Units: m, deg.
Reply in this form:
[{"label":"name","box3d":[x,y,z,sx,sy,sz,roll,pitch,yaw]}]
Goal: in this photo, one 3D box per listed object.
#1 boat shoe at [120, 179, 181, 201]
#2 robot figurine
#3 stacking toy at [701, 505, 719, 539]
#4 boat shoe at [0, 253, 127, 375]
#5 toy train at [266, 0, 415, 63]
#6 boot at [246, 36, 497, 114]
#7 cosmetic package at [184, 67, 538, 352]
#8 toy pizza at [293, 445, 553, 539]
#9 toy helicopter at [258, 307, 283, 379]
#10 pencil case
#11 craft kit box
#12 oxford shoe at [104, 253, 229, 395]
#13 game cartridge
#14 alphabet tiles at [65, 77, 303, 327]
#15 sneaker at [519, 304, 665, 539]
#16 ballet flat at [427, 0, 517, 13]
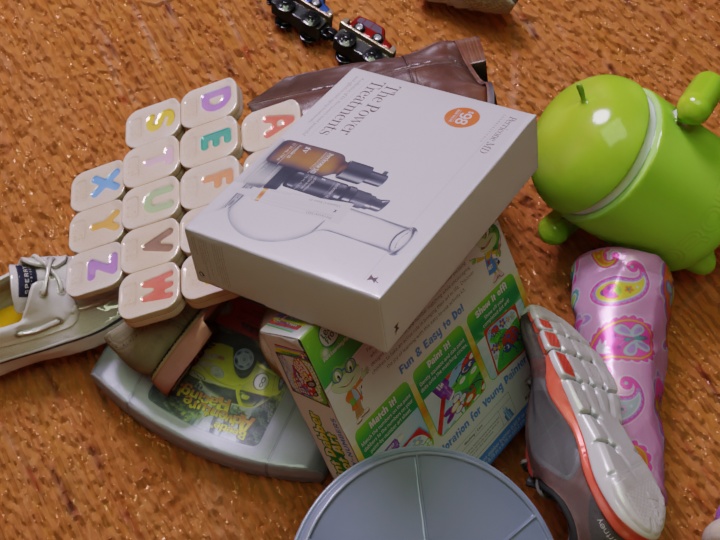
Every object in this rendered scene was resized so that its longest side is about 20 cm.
[{"label":"boat shoe","box3d":[-0.095,-0.033,0.997,0.199,0.072,0.069,11,22,-3]},{"label":"robot figurine","box3d":[0.216,-0.075,0.966,0.199,0.175,0.116,27,40,-25]},{"label":"stacking toy","box3d":[0.328,0.140,0.915,0.085,0.085,0.200,30,63,13]},{"label":"boat shoe","box3d":[-0.243,0.022,0.947,0.199,0.070,0.071,-19,51,0]},{"label":"toy train","box3d":[0.002,-0.202,1.102,0.200,0.034,0.046,32,64,13]},{"label":"boot","box3d":[0.009,-0.116,0.996,0.199,0.064,0.187,-10,34,3]},{"label":"cosmetic package","box3d":[0.006,-0.049,0.818,0.150,0.052,0.200,20,49,26]},{"label":"toy pizza","box3d":[0.043,0.215,0.804,0.199,0.032,0.201,6,71,-19]},{"label":"toy helicopter","box3d":[0.000,0.000,0.934,0.132,0.079,0.200,35,74,26]},{"label":"pencil case","box3d":[0.191,0.084,0.936,0.087,0.088,0.201,8,65,3]},{"label":"craft kit box","box3d":[0.044,0.063,0.871,0.048,0.198,0.200,11,42,44]},{"label":"oxford shoe","box3d":[-0.113,-0.010,0.917,0.074,0.071,0.200,33,82,0]},{"label":"game cartridge","box3d":[-0.099,0.080,0.959,0.199,0.041,0.134,21,69,9]},{"label":"alphabet tiles","box3d":[-0.131,-0.054,0.916,0.195,0.015,0.201,-16,53,14]},{"label":"sneaker","box3d":[0.134,0.111,0.853,0.077,0.082,0.201,27,33,-35]},{"label":"ballet flat","box3d":[0.060,-0.281,1.138,0.062,0.067,0.200,-48,67,8]}]
